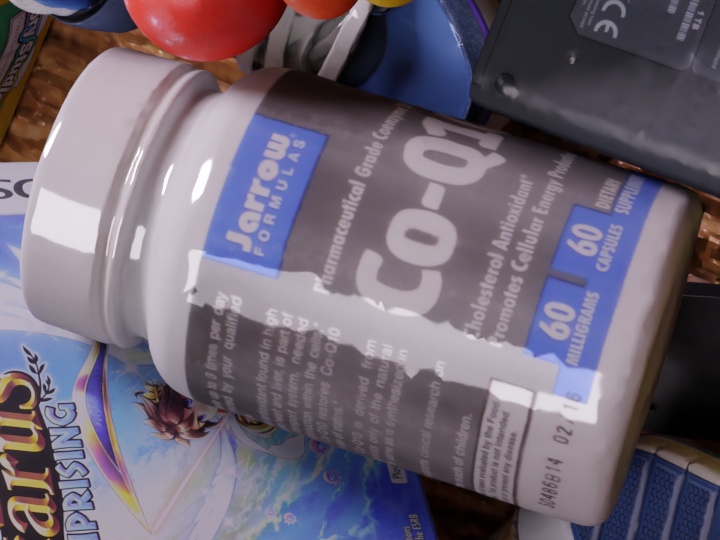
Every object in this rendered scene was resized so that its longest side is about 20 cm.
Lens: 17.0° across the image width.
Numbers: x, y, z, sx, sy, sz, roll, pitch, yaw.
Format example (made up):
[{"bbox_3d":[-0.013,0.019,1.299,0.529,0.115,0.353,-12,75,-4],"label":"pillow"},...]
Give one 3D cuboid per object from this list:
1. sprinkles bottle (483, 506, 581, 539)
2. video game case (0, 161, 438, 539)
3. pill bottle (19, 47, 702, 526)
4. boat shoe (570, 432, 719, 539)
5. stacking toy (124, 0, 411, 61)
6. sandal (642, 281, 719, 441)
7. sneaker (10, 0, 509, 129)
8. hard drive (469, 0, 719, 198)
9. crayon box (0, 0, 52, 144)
[{"bbox_3d":[0.047,0.145,0.920,0.068,0.068,0.200,47,130,5],"label":"sprinkles bottle"},{"bbox_3d":[-0.080,0.047,0.826,0.046,0.181,0.200,107,153,-47],"label":"video game case"},{"bbox_3d":[0.000,0.000,0.776,0.199,0.114,0.114,17,122,10],"label":"pill bottle"},{"bbox_3d":[0.164,0.100,0.783,0.200,0.072,0.072,30,116,39],"label":"boat shoe"},{"bbox_3d":[0.016,-0.114,0.716,0.200,0.085,0.086,-18,103,20],"label":"stacking toy"},{"bbox_3d":[0.069,0.032,0.862,0.200,0.045,0.075,3,116,33],"label":"sandal"},{"bbox_3d":[-0.054,-0.095,0.814,0.200,0.146,0.081,41,125,11],"label":"sneaker"},{"bbox_3d":[0.147,-0.082,0.721,0.200,0.033,0.140,23,92,24],"label":"hard drive"},{"bbox_3d":[-0.195,-0.054,0.951,0.058,0.119,0.200,38,128,12],"label":"crayon box"}]
